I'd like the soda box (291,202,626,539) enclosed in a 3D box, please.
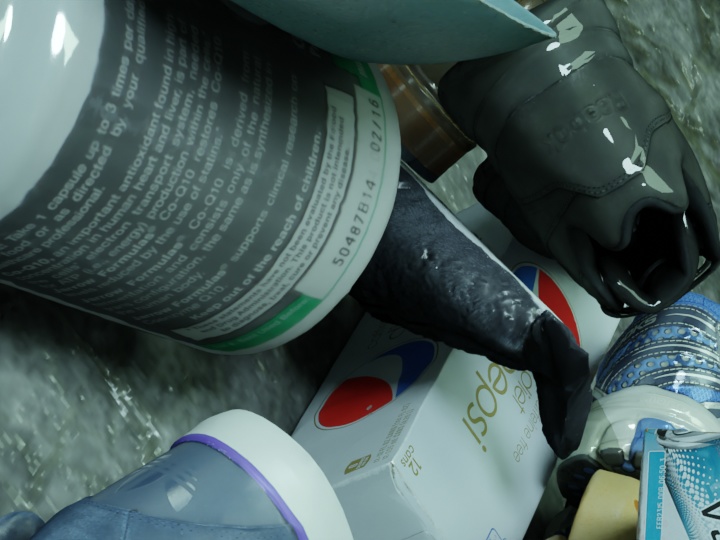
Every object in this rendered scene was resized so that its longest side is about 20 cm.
[{"bbox_3d":[0.031,0.047,0.908,0.064,0.068,0.200,56,32,-16],"label":"soda box"}]

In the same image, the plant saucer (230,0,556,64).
[{"bbox_3d":[-0.038,-0.104,0.725,0.201,0.039,0.201,30,9,-5],"label":"plant saucer"}]

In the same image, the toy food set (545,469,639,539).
[{"bbox_3d":[0.067,0.181,0.819,0.200,0.049,0.198,-77,165,-51],"label":"toy food set"}]

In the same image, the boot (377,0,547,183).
[{"bbox_3d":[0.040,-0.104,0.943,0.075,0.097,0.200,46,12,-22],"label":"boot"}]

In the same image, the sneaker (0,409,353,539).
[{"bbox_3d":[-0.053,0.153,0.726,0.146,0.081,0.200,-39,125,-34],"label":"sneaker"}]

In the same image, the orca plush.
[{"bbox_3d":[0.000,0.000,0.859,0.200,0.071,0.105,45,4,29],"label":"orca plush"}]

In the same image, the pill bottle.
[{"bbox_3d":[-0.089,-0.050,0.747,0.200,0.113,0.113,22,52,-49],"label":"pill bottle"}]

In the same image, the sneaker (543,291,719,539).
[{"bbox_3d":[0.115,0.064,0.933,0.200,0.077,0.085,88,20,-70],"label":"sneaker"}]

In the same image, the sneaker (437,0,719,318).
[{"bbox_3d":[0.082,-0.021,0.850,0.091,0.076,0.200,58,8,18],"label":"sneaker"}]

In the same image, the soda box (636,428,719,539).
[{"bbox_3d":[0.119,0.104,0.777,0.200,0.063,0.068,66,28,-70],"label":"soda box"}]
